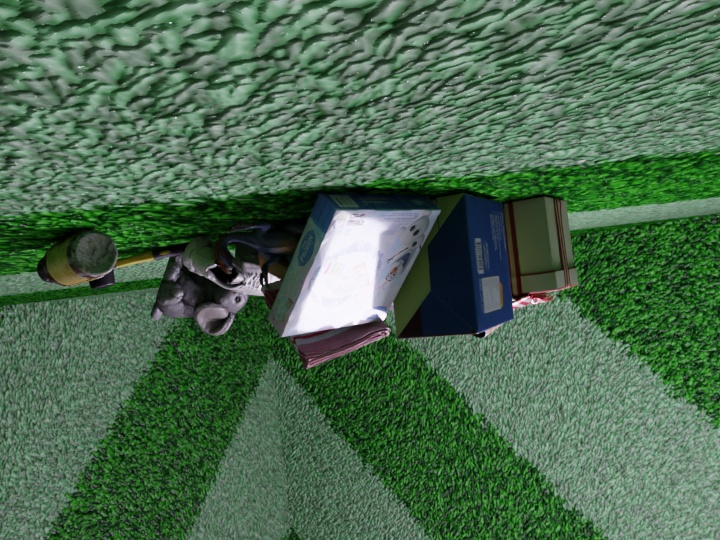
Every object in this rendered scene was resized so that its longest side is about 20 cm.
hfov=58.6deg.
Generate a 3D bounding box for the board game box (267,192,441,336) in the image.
[{"bbox_3d":[-0.007,-0.010,0.869,0.197,0.202,0.043,-5,-140,-44],"label":"board game box"}]

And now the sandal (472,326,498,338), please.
[{"bbox_3d":[0.206,0.097,1.207,0.204,0.061,0.079,-14,-154,-35],"label":"sandal"}]

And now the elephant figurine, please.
[{"bbox_3d":[-0.276,0.048,1.207,0.196,0.145,0.155,20,168,-17],"label":"elephant figurine"}]

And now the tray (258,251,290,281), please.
[{"bbox_3d":[-0.064,0.000,1.045,0.198,0.038,0.098,28,-136,33],"label":"tray"}]

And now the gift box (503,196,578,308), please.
[{"bbox_3d":[0.294,-0.027,1.211,0.197,0.191,0.183,-9,177,37],"label":"gift box"}]

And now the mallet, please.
[{"bbox_3d":[-0.348,-0.032,1.044,0.197,0.067,0.041,-23,-173,-25],"label":"mallet"}]

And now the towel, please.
[{"bbox_3d":[-0.061,0.060,1.009,0.142,0.023,0.200,-19,-139,-20],"label":"towel"}]

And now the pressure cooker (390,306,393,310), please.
[{"bbox_3d":[0.082,0.004,1.469,0.196,0.183,0.176,-8,-179,17],"label":"pressure cooker"}]

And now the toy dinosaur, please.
[{"bbox_3d":[-0.132,-0.033,1.012,0.178,0.108,0.199,10,-165,23],"label":"toy dinosaur"}]

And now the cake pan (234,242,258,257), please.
[{"bbox_3d":[-0.157,-0.044,1.257,0.195,0.038,0.200,-7,179,0],"label":"cake pan"}]

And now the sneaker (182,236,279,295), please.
[{"bbox_3d":[-0.204,0.008,1.093,0.198,0.076,0.081,19,-171,-44],"label":"sneaker"}]

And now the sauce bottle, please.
[{"bbox_3d":[-0.401,-0.012,0.888,0.064,0.066,0.198,-5,177,-44],"label":"sauce bottle"}]

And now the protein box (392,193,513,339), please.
[{"bbox_3d":[0.146,-0.007,1.018,0.132,0.204,0.199,-6,179,28],"label":"protein box"}]
